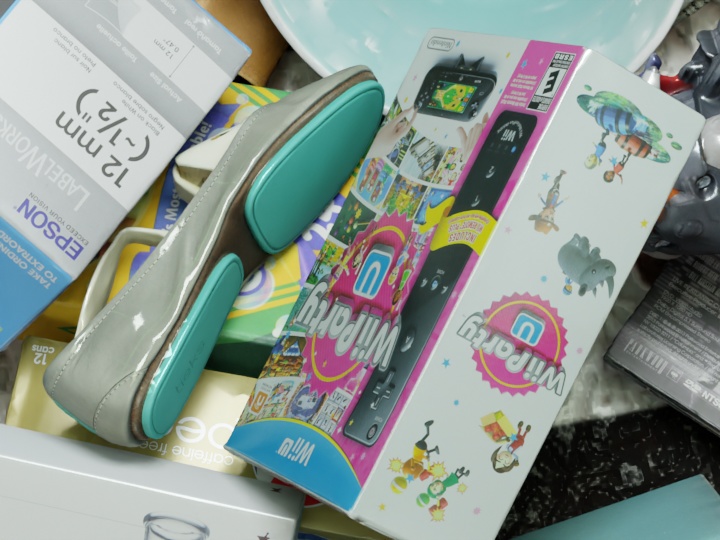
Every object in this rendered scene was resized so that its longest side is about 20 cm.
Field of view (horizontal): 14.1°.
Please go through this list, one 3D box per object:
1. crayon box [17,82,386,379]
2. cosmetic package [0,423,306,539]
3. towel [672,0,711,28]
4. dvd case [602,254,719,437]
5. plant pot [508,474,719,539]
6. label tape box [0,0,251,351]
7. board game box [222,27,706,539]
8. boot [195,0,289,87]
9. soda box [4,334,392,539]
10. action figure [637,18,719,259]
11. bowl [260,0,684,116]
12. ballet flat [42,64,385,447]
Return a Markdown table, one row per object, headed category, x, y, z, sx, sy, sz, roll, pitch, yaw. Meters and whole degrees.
| category | x | y | z | sx | sy | sz | roll | pitch | yaw |
| --- | --- | --- | --- | --- | --- | --- | --- | --- | --- |
| crayon box | -0.087 | -0.023 | 1.294 | 0.200 | 0.052 | 0.126 | 10 | 63 | 10 |
| cosmetic package | -0.135 | 0.147 | 1.223 | 0.200 | 0.052 | 0.151 | 12 | 100 | 1 |
| towel | 0.105 | -0.197 | 1.315 | 0.200 | 0.035 | 0.193 | -37 | 96 | 23 |
| dvd case | 0.225 | 0.002 | 1.313 | 0.149 | 0.016 | 0.200 | 33 | 74 | 11 |
| plant pot | 0.070 | 0.185 | 1.194 | 0.200 | 0.141 | 0.141 | -14 | 95 | 1 |
| label tape box | -0.161 | -0.060 | 1.214 | 0.143 | 0.066 | 0.200 | 41 | 63 | -12 |
| board game box | 0.037 | 0.007 | 1.164 | 0.064 | 0.148 | 0.200 | 27 | 86 | -23 |
| boot | -0.102 | -0.179 | 1.360 | 0.201 | 0.071 | 0.144 | 30 | 73 | 4 |
| soda box | -0.056 | 0.084 | 1.274 | 0.200 | 0.068 | 0.064 | 10 | 72 | 1 |
| action figure | 0.184 | -0.051 | 1.221 | 0.193 | 0.200 | 0.105 | 10 | 45 | -9 |
| bowl | 0.055 | -0.170 | 1.269 | 0.201 | 0.105 | 0.201 | 6 | 114 | 13 |
| ballet flat | -0.065 | -0.018 | 1.224 | 0.064 | 0.067 | 0.200 | 25 | 68 | 22 |
